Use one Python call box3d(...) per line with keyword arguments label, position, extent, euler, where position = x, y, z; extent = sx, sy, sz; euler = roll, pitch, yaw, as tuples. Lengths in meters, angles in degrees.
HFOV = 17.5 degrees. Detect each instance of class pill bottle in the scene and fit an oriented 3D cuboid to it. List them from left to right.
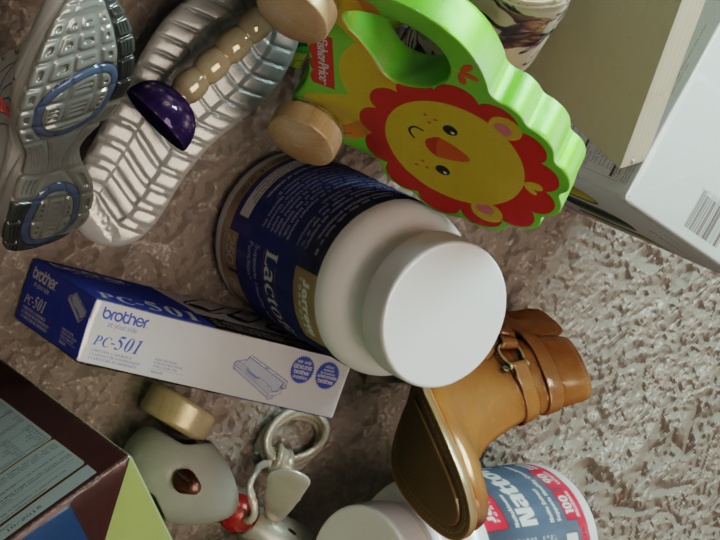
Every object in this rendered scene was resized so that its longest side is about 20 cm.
box3d(label="pill bottle", position=(0.000, 0.000, 1.500), extent=(0.115, 0.200, 0.117), euler=(-11, 111, -30))
box3d(label="pill bottle", position=(0.065, 0.201, 1.636), extent=(0.199, 0.119, 0.121), euler=(-1, 107, -49))

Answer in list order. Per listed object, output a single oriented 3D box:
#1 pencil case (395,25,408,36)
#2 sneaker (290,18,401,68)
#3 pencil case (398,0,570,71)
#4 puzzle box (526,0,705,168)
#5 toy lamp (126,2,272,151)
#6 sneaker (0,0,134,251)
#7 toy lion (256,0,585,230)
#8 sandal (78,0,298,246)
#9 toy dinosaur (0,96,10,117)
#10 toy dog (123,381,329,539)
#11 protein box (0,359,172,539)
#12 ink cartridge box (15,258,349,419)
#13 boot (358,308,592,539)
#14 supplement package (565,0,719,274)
box3d(label="pencil case", position=(0.071, -0.163, 1.566), extent=(0.087, 0.087, 0.201), euler=(41, 82, -36))
box3d(label="sneaker", position=(0.021, -0.207, 1.499), extent=(0.199, 0.074, 0.084), euler=(-33, 113, 3))
box3d(label="pencil case", position=(0.070, -0.155, 1.408), extent=(0.077, 0.200, 0.090), euler=(-20, 75, -20))
box3d(label="puzzle box", position=(0.155, -0.180, 1.437), extent=(0.025, 0.133, 0.201), euler=(-17, 141, -34))
box3d(label="toy lamp", position=(-0.055, -0.161, 1.439), extent=(0.200, 0.058, 0.058), euler=(-47, 125, -8))
box3d(label="sneaker", position=(-0.191, -0.101, 1.366), extent=(0.074, 0.087, 0.201), euler=(-14, 146, -35))
box3d(label="toy lion", position=(0.041, -0.102, 1.376), extent=(0.200, 0.190, 0.069), euler=(87, 28, -59))
box3d(label="sandal", position=(-0.119, -0.108, 1.481), extent=(0.082, 0.050, 0.203), euler=(42, 85, -19))
box3d(label="toy dinosaur", position=(-0.315, -0.020, 1.321), extent=(0.105, 0.200, 0.182), euler=(36, 52, -21))
box3d(label="toy dog", position=(-0.088, 0.155, 1.558), extent=(0.199, 0.096, 0.133), euler=(13, 99, -36))
box3d(label="protein box", position=(-0.201, 0.192, 1.429), extent=(0.135, 0.200, 0.200), euler=(-34, 122, -20))
box3d(label="ink cartridge box", position=(-0.113, 0.045, 1.505), extent=(0.199, 0.094, 0.045), euler=(15, 97, -37))
box3d(label="boot", position=(0.090, 0.098, 1.605), extent=(0.154, 0.201, 0.077), euler=(0, 129, -27))
box3d(label="supplement package", position=(0.200, -0.107, 1.598), extent=(0.151, 0.200, 0.151), euler=(30, 89, -37))
